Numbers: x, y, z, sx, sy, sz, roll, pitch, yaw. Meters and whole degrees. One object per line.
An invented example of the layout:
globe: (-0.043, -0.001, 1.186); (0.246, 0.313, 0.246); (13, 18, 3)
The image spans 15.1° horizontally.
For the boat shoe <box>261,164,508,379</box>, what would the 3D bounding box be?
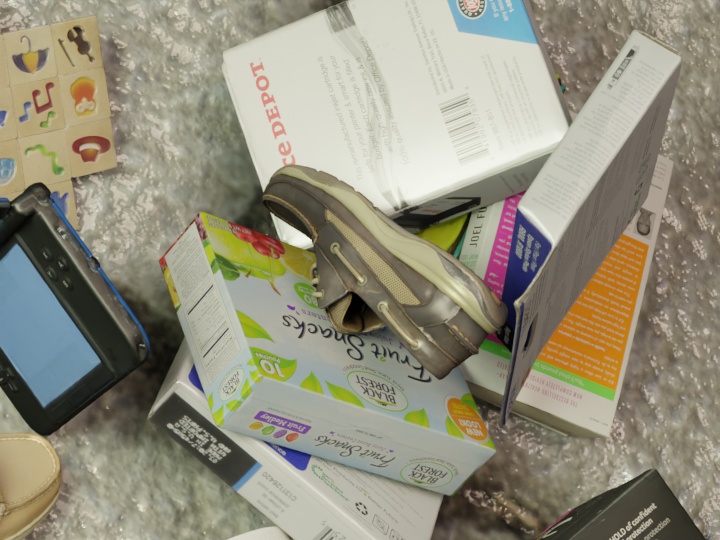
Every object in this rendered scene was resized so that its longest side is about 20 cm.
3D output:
boat shoe: (0.000, 0.000, 1.658); (0.073, 0.200, 0.074); (-52, 138, -5)

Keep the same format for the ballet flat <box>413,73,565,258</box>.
ballet flat: (0.070, -0.074, 1.858); (0.067, 0.067, 0.200); (32, 62, 3)

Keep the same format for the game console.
game console: (-0.239, 0.031, 1.594); (0.118, 0.200, 0.171); (-35, 90, -29)

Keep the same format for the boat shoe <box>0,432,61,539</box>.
boat shoe: (-0.247, 0.129, 1.604); (0.199, 0.069, 0.074); (-18, 58, -48)

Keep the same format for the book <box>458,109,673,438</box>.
book: (0.129, -0.004, 1.830); (0.133, 0.048, 0.201); (24, 76, -29)

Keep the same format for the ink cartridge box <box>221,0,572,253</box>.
ink cartridge box: (0.029, -0.105, 1.776); (0.199, 0.084, 0.146); (-21, 77, 8)

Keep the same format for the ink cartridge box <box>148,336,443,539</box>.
ink cartridge box: (-0.030, 0.096, 1.737); (0.197, 0.047, 0.200); (39, 25, -9)

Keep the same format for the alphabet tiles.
alphabet tiles: (-0.247, -0.093, 1.701); (0.199, 0.008, 0.168); (-15, 106, -29)

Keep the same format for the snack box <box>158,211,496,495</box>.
snack box: (-0.020, 0.054, 1.704); (0.199, 0.053, 0.143); (19, 36, -39)

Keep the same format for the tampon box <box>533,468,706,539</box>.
tampon box: (0.170, 0.260, 1.752); (0.150, 0.126, 0.200); (-35, 89, -31)

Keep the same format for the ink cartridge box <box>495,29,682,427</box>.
ink cartridge box: (0.127, -0.024, 1.707); (0.040, 0.200, 0.200); (29, 67, 12)

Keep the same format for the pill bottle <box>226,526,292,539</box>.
pill bottle: (-0.046, 0.265, 1.651); (0.109, 0.110, 0.201); (-16, 71, -29)
